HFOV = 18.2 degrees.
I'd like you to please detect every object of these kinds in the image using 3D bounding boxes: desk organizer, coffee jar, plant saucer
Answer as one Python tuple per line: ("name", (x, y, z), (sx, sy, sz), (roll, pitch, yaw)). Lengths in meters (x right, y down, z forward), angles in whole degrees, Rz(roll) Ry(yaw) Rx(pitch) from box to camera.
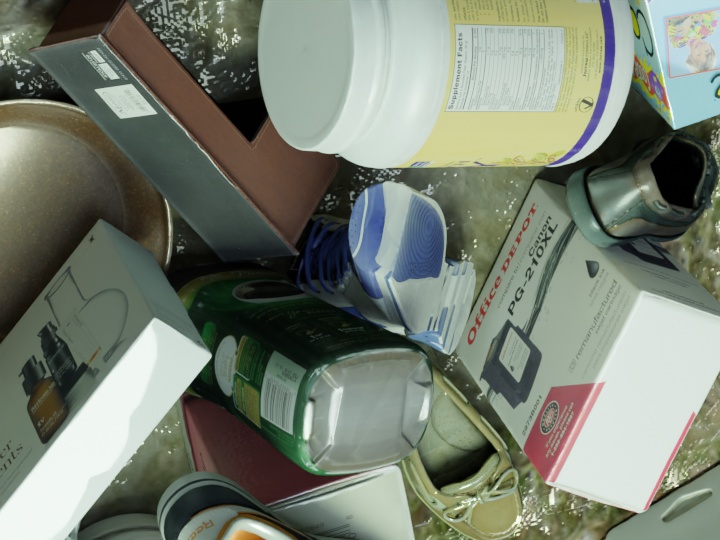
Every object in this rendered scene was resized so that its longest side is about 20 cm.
("desk organizer", (-0.105, -0.100, 1.409), (0.200, 0.072, 0.077), (48, 56, -31))
("coffee jar", (-0.050, 0.057, 1.421), (0.104, 0.200, 0.086), (-5, 110, -35))
("plant saucer", (-0.221, -0.021, 1.440), (0.200, 0.037, 0.201), (-8, 117, -16))

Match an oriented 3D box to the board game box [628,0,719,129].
("board game box", (0.210, -0.211, 1.439), (0.104, 0.103, 0.201), (-19, 115, -5))

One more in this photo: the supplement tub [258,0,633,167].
("supplement tub", (0.052, -0.137, 1.398), (0.199, 0.145, 0.146), (-2, 115, -30))

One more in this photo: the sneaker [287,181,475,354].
("sneaker", (0.000, 0.000, 1.471), (0.115, 0.199, 0.081), (12, 77, 16))

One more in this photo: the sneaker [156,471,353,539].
("sneaker", (-0.034, 0.197, 1.356), (0.200, 0.079, 0.079), (29, 102, -27))

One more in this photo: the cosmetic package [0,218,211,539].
("cosmetic package", (-0.188, 0.084, 1.394), (0.052, 0.151, 0.200), (35, 98, -28))

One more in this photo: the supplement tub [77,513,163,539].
("supplement tub", (-0.136, 0.266, 1.511), (0.145, 0.200, 0.146), (-8, 116, -17))

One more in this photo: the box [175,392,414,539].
("box", (-0.043, 0.148, 1.489), (0.109, 0.200, 0.128), (-17, 118, -11))

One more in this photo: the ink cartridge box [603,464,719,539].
("ink cartridge box", (0.292, 0.259, 1.731), (0.145, 0.088, 0.200), (-31, 119, -3))

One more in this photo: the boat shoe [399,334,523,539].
("boat shoe", (0.064, 0.127, 1.598), (0.073, 0.063, 0.201), (-30, 120, -4))

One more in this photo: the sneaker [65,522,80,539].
("sneaker", (-0.201, 0.157, 1.485), (0.075, 0.115, 0.200), (28, 102, -29))

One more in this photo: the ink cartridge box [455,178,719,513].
("ink cartridge box", (0.153, 0.046, 1.515), (0.084, 0.200, 0.145), (18, 107, -23))

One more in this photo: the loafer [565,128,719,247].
("loafer", (0.206, -0.058, 1.499), (0.063, 0.200, 0.072), (-25, 88, 32))
